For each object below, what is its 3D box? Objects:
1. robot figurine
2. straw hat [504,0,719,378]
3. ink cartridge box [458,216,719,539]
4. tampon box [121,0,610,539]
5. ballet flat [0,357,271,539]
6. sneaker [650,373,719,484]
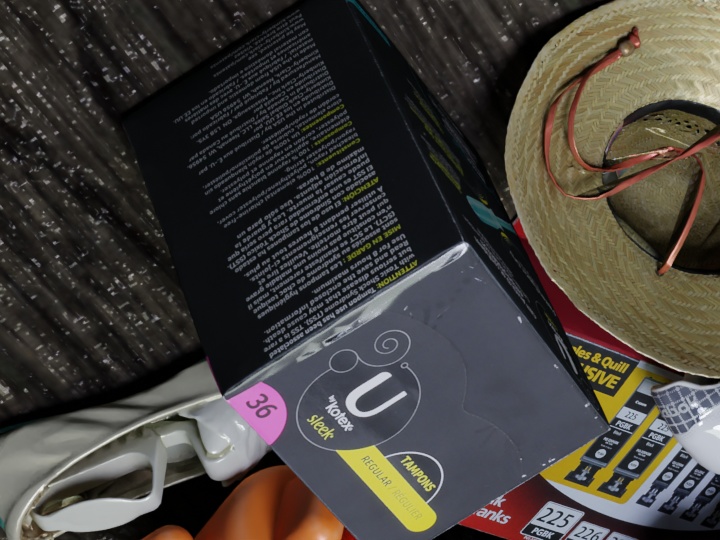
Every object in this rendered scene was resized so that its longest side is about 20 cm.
[{"bbox_3d":[-0.048,0.177,1.305,0.144,0.117,0.200,-1,140,-41],"label":"robot figurine"},{"bbox_3d":[0.157,-0.037,1.260,0.200,0.202,0.085,-8,170,-14],"label":"straw hat"},{"bbox_3d":[0.136,0.062,1.348,0.200,0.084,0.176,20,119,-33],"label":"ink cartridge box"},{"bbox_3d":[0.000,0.000,1.162,0.126,0.200,0.150,-32,133,9],"label":"tampon box"},{"bbox_3d":[-0.095,0.090,1.299,0.200,0.070,0.070,-21,134,-3],"label":"ballet flat"},{"bbox_3d":[0.221,0.020,1.304,0.080,0.200,0.076,44,147,-13],"label":"sneaker"}]
